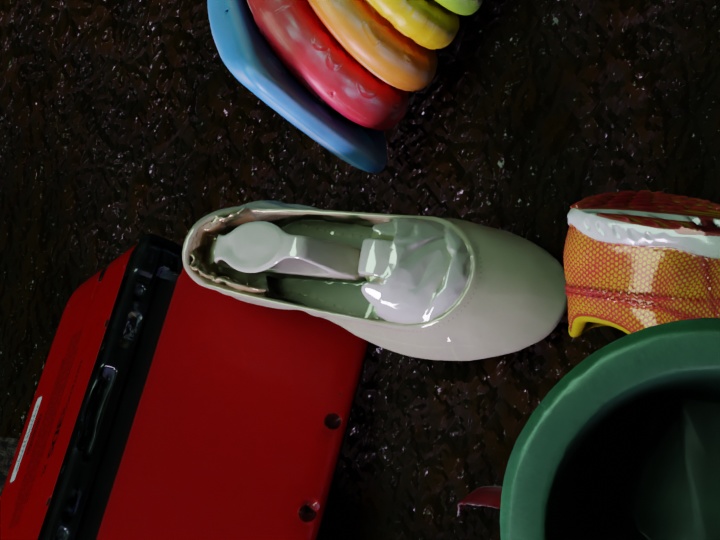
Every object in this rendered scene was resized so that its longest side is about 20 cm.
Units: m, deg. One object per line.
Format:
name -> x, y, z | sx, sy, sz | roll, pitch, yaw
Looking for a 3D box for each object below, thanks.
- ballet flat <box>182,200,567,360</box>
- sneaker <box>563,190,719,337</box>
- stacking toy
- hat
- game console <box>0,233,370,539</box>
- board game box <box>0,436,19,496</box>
ballet flat -> 0.000, 0.000, 0.995 | 0.199, 0.069, 0.070 | 7, 84, 32
sneaker -> 0.163, 0.016, 0.858 | 0.200, 0.073, 0.078 | 17, 114, 53
stacking toy -> 0.029, -0.156, 1.033 | 0.200, 0.110, 0.116 | -42, 38, 19
hat -> 0.145, 0.089, 0.881 | 0.199, 0.176, 0.166 | 24, 101, 9
game console -> -0.100, 0.097, 1.083 | 0.172, 0.118, 0.201 | -30, 40, 57
board game box -> -0.244, 0.220, 1.230 | 0.200, 0.097, 0.160 | -52, 46, 26
